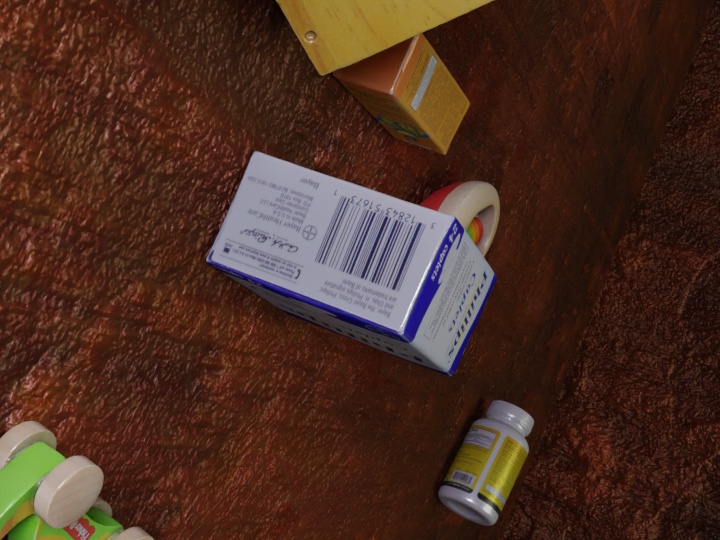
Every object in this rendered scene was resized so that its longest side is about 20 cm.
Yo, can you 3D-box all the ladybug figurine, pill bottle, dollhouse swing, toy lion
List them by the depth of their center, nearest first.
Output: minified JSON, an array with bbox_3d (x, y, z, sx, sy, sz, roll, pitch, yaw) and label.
[{"bbox_3d":[-0.240,0.227,0.740,0.192,0.069,0.200,-50,153,-24],"label":"toy lion"},{"bbox_3d":[0.033,-0.265,0.792,0.176,0.200,0.182,-98,161,-47],"label":"dollhouse swing"},{"bbox_3d":[0.105,-0.046,1.289,0.200,0.072,0.136,-24,132,-62],"label":"ladybug figurine"},{"bbox_3d":[0.226,0.334,1.886,0.200,0.112,0.113,-59,157,-21],"label":"pill bottle"}]

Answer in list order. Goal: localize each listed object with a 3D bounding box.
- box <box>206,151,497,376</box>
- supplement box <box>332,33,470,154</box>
[{"bbox_3d":[0.000,0.000,0.923,0.105,0.184,0.200,-67,159,-7],"label":"box"},{"bbox_3d":[0.044,-0.173,1.029,0.069,0.066,0.200,-68,158,-1],"label":"supplement box"}]
